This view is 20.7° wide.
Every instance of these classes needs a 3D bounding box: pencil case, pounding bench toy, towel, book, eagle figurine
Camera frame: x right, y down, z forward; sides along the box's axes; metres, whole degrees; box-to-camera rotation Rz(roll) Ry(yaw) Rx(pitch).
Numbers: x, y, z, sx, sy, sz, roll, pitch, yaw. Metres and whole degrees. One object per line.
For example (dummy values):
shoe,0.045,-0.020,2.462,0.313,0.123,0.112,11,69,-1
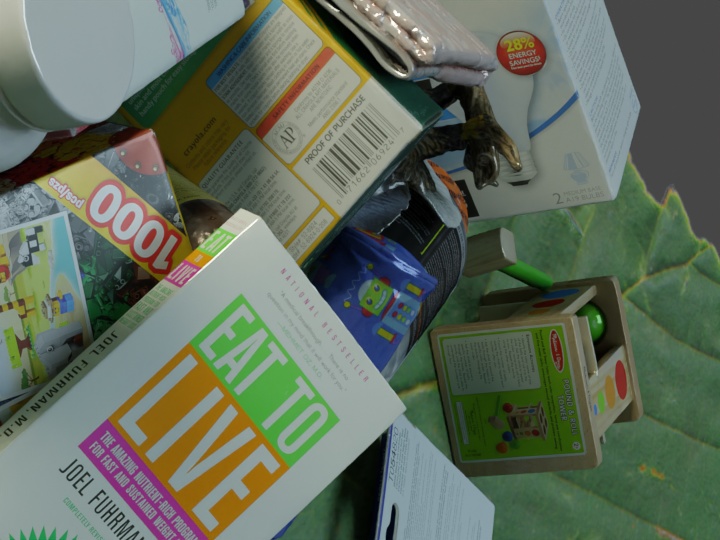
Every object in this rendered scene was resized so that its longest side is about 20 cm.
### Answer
pencil case,-0.034,0.066,1.204,0.078,0.201,0.087,32,3,-16
pounding bench toy,0.145,0.049,1.645,0.156,0.123,0.202,-31,112,-63
towel,-0.012,-0.182,1.163,0.200,0.032,0.191,45,13,7
book,-0.091,0.085,0.972,0.200,0.048,0.134,-44,117,-13
eagle figurine,-0.010,-0.096,1.272,0.152,0.198,0.153,153,-71,-84

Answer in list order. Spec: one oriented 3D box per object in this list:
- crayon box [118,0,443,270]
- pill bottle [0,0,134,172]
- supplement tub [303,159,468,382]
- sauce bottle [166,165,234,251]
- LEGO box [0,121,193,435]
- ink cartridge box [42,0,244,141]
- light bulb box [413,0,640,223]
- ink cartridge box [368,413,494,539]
crayon box,-0.067,-0.112,1.139,0.200,0.126,0.052,44,23,2
pill bottle,-0.203,-0.092,0.857,0.112,0.198,0.113,28,58,-60
supplement tub,0.000,0.000,1.354,0.200,0.121,0.124,-49,127,-56
sauce bottle,-0.095,-0.012,1.085,0.064,0.200,0.065,-11,113,-27
LEGO box,-0.152,0.044,0.998,0.148,0.077,0.202,-27,111,-27
ink cartridge box,-0.166,-0.131,1.008,0.200,0.144,0.084,-47,126,-58
light bulb box,0.083,-0.153,1.481,0.201,0.196,0.125,64,29,-32
ink cartridge box,0.038,0.228,1.470,0.200,0.040,0.201,49,42,-50
